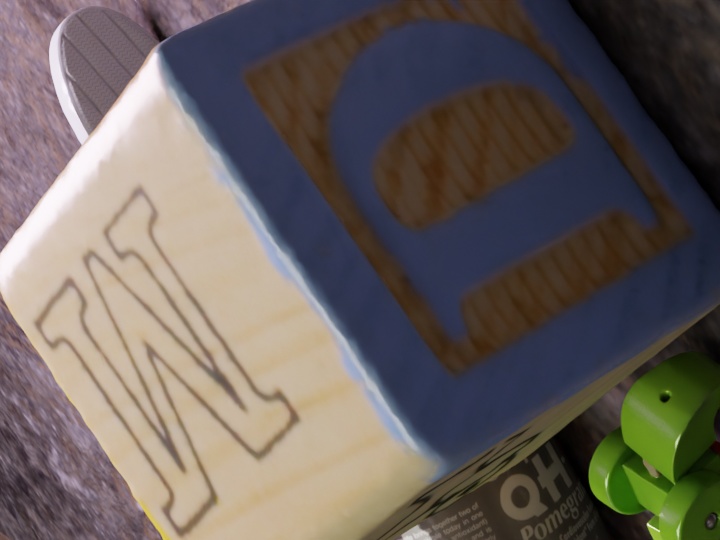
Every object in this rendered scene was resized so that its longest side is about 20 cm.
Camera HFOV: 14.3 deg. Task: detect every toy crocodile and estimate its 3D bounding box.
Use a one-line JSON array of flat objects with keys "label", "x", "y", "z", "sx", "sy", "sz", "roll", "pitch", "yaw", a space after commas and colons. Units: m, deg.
[{"label": "toy crocodile", "x": 0.156, "y": 0.120, "z": 1.258, "sx": 0.067, "sy": 0.062, "sz": 0.200, "roll": 32, "pitch": 153, "yaw": 51}]

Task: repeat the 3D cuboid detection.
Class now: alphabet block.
[{"label": "alphabet block", "x": 0.000, "y": 0.000, "z": 1.173, "sx": 0.196, "sy": 0.195, "sz": 0.200, "roll": 57, "pitch": 144, "yaw": 9}]

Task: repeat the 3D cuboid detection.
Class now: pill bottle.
[{"label": "pill bottle", "x": 0.046, "y": 0.102, "z": 1.410, "sx": 0.200, "sy": 0.111, "sz": 0.111, "roll": 61, "pitch": 161, "yaw": -9}]

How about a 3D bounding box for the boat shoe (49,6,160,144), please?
[{"label": "boat shoe", "x": -0.115, "y": -0.055, "z": 1.622, "sx": 0.200, "sy": 0.072, "sz": 0.071, "roll": 56, "pitch": 157, "yaw": -1}]
